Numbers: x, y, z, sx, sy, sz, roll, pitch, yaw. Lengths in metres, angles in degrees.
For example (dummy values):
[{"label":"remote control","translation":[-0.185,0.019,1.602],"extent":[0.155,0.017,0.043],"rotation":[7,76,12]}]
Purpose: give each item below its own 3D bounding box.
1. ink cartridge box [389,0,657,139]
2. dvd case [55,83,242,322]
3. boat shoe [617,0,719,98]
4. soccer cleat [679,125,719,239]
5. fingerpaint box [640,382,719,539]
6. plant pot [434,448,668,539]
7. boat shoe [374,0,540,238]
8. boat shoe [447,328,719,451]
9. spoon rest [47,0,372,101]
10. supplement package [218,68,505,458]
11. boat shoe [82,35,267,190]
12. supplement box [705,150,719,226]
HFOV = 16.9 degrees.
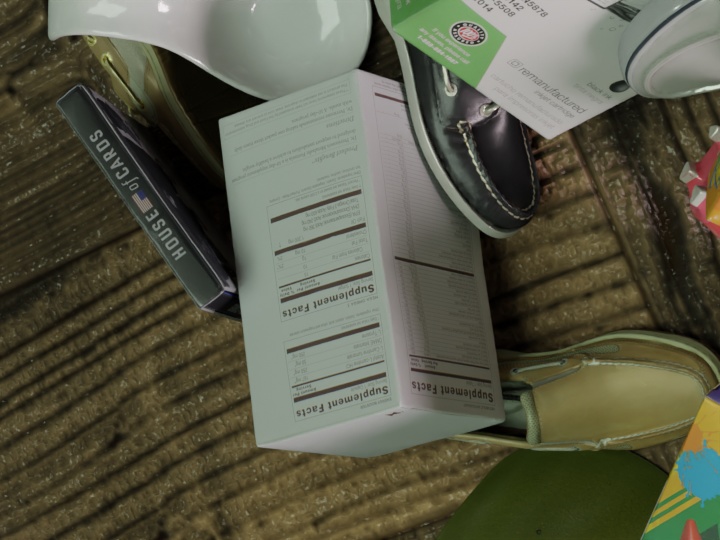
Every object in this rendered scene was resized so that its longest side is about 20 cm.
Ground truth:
[{"label":"ink cartridge box","translation":[0.134,-0.172,1.312],"extent":[0.199,0.146,0.085],"rotation":[-26,49,35]},{"label":"dvd case","translation":[-0.116,-0.037,1.494],"extent":[0.025,0.200,0.151],"rotation":[-36,83,2]},{"label":"boat shoe","translation":[0.223,-0.123,1.249],"extent":[0.199,0.072,0.066],"rotation":[-19,55,26]},{"label":"soccer cleat","translation":[0.255,-0.095,1.327],"extent":[0.076,0.067,0.201],"rotation":[26,114,-21]},{"label":"fingerpaint box","translation":[0.223,0.121,1.320],"extent":[0.073,0.200,0.168],"rotation":[30,118,19]},{"label":"plant pot","translation":[0.096,0.218,1.429],"extent":[0.186,0.200,0.189],"rotation":[10,109,28]},{"label":"boat shoe","translation":[0.065,-0.120,1.425],"extent":[0.060,0.074,0.202],"rotation":[-23,84,39]},{"label":"boat shoe","translation":[0.120,0.082,1.446],"extent":[0.199,0.076,0.072],"rotation":[-9,100,33]},{"label":"spoon rest","translation":[-0.091,-0.153,1.470],"extent":[0.198,0.061,0.100],"rotation":[1,99,-4]},{"label":"supplement package","translation":[0.000,0.000,1.435],"extent":[0.109,0.113,0.202],"rotation":[-17,72,34]},{"label":"boat shoe","translation":[-0.126,-0.132,1.543],"extent":[0.066,0.074,0.201],"rotation":[-38,82,47]},{"label":"supplement box","translation":[0.284,-0.025,1.281],"extent":[0.199,0.069,0.067],"rotation":[23,117,2]}]
